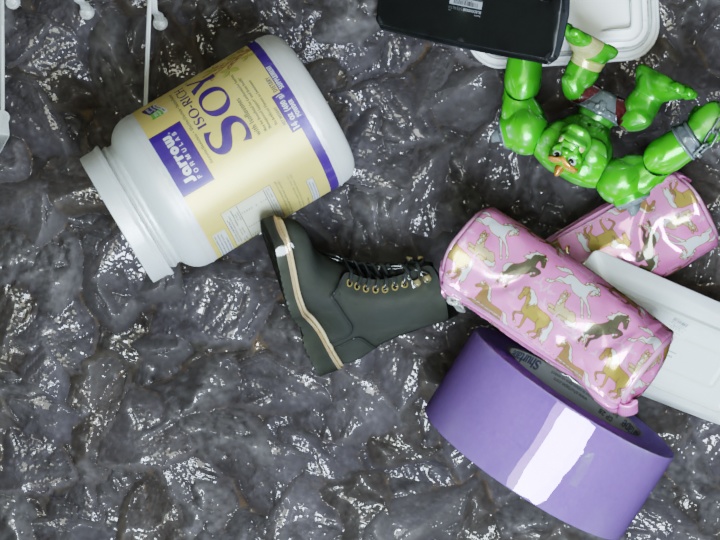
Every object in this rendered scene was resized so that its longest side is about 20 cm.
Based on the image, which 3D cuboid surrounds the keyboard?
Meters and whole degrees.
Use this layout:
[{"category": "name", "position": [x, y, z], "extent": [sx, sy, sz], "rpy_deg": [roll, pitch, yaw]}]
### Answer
[{"category": "keyboard", "position": [0.102, -0.240, 1.601], "extent": [0.200, 0.040, 0.104], "rpy_deg": [18, 106, 38]}]

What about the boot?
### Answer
[{"category": "boot", "position": [0.000, 0.000, 1.613], "extent": [0.138, 0.200, 0.078], "rpy_deg": [-20, 57, 2]}]

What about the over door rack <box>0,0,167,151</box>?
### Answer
[{"category": "over door rack", "position": [-0.249, -0.195, 1.660], "extent": [0.147, 0.067, 0.201], "rpy_deg": [8, 110, 3]}]

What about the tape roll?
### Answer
[{"category": "tape roll", "position": [0.159, 0.136, 1.591], "extent": [0.200, 0.200, 0.085], "rpy_deg": [32, 97, 0]}]

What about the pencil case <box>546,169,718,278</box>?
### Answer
[{"category": "pencil case", "position": [0.208, -0.012, 1.633], "extent": [0.200, 0.083, 0.087], "rpy_deg": [-31, 69, 7]}]

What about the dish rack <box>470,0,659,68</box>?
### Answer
[{"category": "dish rack", "position": [0.172, -0.278, 1.627], "extent": [0.171, 0.044, 0.201], "rpy_deg": [-3, 97, 3]}]

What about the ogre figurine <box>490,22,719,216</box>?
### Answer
[{"category": "ogre figurine", "position": [0.199, -0.128, 1.584], "extent": [0.200, 0.098, 0.120], "rpy_deg": [26, 100, -8]}]

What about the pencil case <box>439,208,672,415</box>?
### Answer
[{"category": "pencil case", "position": [0.160, 0.034, 1.547], "extent": [0.200, 0.083, 0.087], "rpy_deg": [34, 111, 12]}]

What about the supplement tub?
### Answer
[{"category": "supplement tub", "position": [-0.121, -0.093, 1.600], "extent": [0.200, 0.145, 0.146], "rpy_deg": [-31, 93, -5]}]

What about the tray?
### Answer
[{"category": "tray", "position": [0.260, 0.064, 1.623], "extent": [0.200, 0.022, 0.108], "rpy_deg": [22, 110, -19]}]
